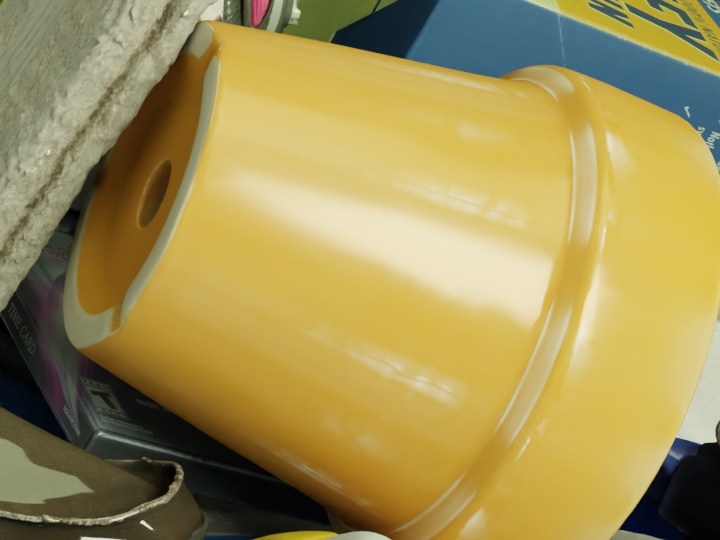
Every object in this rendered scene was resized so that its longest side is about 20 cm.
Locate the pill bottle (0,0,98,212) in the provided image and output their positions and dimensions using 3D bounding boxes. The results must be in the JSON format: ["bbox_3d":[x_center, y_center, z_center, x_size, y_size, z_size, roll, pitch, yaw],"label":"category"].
[{"bbox_3d":[-0.131,-0.098,1.035,0.104,0.104,0.200,8,15,-24],"label":"pill bottle"}]

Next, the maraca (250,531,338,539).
[{"bbox_3d":[0.016,0.155,0.745,0.200,0.107,0.137,23,29,0],"label":"maraca"}]

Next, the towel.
[{"bbox_3d":[-0.119,-0.070,0.834,0.034,0.200,0.133,27,21,-26],"label":"towel"}]

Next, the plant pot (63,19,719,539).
[{"bbox_3d":[0.000,0.000,0.807,0.183,0.200,0.200,22,28,-22],"label":"plant pot"}]

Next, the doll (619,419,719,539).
[{"bbox_3d":[0.153,0.101,0.896,0.200,0.137,0.049,12,58,34],"label":"doll"}]

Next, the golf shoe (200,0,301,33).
[{"bbox_3d":[-0.074,-0.068,0.916,0.088,0.200,0.077,7,-4,-12],"label":"golf shoe"}]

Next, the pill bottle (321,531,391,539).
[{"bbox_3d":[0.004,0.184,0.628,0.111,0.111,0.200,-29,92,-54],"label":"pill bottle"}]

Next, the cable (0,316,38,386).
[{"bbox_3d":[-0.168,0.039,0.875,0.200,0.051,0.163,30,20,-5],"label":"cable"}]

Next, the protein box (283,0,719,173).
[{"bbox_3d":[0.060,-0.051,0.993,0.200,0.199,0.135,17,28,-28],"label":"protein box"}]

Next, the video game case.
[{"bbox_3d":[-0.088,0.029,0.921,0.143,0.019,0.200,19,23,-38],"label":"video game case"}]

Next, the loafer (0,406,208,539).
[{"bbox_3d":[-0.151,0.068,0.763,0.200,0.071,0.073,6,14,-4],"label":"loafer"}]
